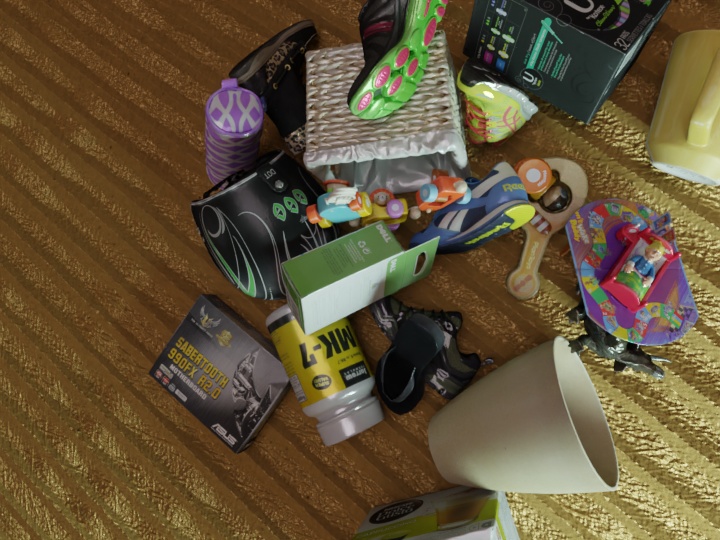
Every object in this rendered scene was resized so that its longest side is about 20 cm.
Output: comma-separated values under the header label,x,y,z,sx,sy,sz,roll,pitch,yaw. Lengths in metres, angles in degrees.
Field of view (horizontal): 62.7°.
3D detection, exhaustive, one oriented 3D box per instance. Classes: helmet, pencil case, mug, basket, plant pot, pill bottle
label,x,y,z,sx,sy,sz,roll,pitch,yaw
helmet,-0.123,-0.053,0.835,0.199,0.200,0.191,-25,110,13
pencil case,-0.189,-0.190,0.865,0.084,0.200,0.086,-17,77,-20
mug,0.417,-0.195,0.718,0.149,0.186,0.154,39,112,58
basket,0.043,-0.200,0.801,0.199,0.198,0.162,-3,84,16
plant pot,0.195,0.206,0.760,0.199,0.187,0.188,-26,80,28
pill bottle,-0.048,0.138,0.850,0.114,0.114,0.201,-28,81,12

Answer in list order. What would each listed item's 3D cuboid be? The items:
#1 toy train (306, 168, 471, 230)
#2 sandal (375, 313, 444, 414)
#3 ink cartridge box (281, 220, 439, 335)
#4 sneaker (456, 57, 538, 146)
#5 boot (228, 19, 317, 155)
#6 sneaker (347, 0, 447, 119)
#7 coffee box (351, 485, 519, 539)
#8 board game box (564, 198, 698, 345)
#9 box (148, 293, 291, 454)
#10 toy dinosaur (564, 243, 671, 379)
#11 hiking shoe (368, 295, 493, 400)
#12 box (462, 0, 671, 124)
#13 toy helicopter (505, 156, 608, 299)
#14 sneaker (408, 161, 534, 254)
label,x,y,z,sx,sy,sz,roll,pitch,yaw
toy train,0.031,-0.099,0.743,0.199,0.150,0.056,-2,75,-29
sandal,0.054,0.132,0.792,0.076,0.043,0.201,35,141,20
ink cartridge box,0.000,0.000,0.778,0.199,0.104,0.059,-25,62,-16
sneaker,0.170,-0.206,0.772,0.078,0.200,0.090,47,111,25
boot,-0.096,-0.280,0.893,0.073,0.200,0.151,-17,118,37
sneaker,0.034,-0.266,0.686,0.084,0.077,0.201,21,83,35
coffee box,0.110,0.407,0.746,0.199,0.198,0.201,-19,84,14
board game box,0.346,-0.010,0.734,0.157,0.039,0.201,0,67,-12
box,-0.213,0.159,0.928,0.200,0.048,0.159,38,98,14
toy dinosaur,0.314,0.060,0.773,0.077,0.102,0.201,-34,67,36
hiking shoe,0.094,0.082,0.843,0.101,0.076,0.200,-42,86,1
box,0.259,-0.319,0.759,0.200,0.124,0.149,36,68,15
toy helicopter,0.255,-0.054,0.810,0.132,0.079,0.201,16,102,7
sneaker,0.143,-0.076,0.805,0.200,0.074,0.083,-26,70,44
